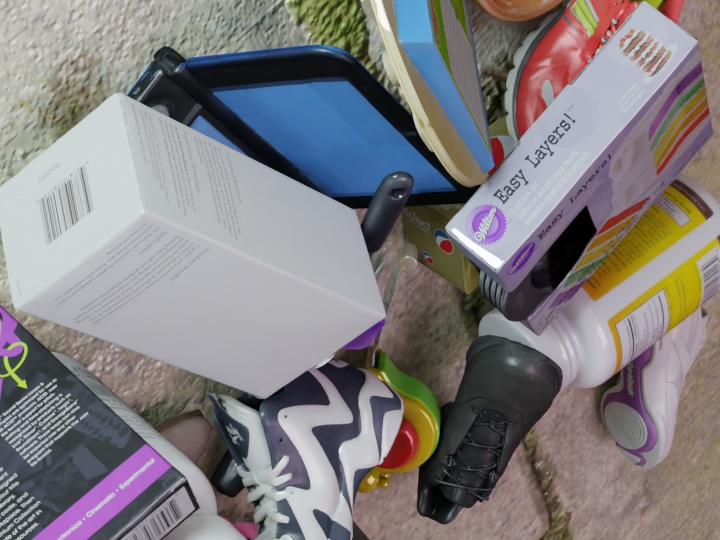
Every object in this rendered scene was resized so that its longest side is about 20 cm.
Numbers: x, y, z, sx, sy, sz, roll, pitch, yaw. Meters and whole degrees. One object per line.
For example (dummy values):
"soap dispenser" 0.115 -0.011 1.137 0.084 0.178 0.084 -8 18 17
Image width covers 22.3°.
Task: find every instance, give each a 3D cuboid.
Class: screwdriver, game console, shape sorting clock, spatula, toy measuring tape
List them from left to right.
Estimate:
"game console" -0.051 -0.041 1.086 0.171 0.118 0.200 -54 142 -2
"screwdriver" -0.036 0.074 1.262 0.200 0.029 0.028 -51 142 -5
"spatula" 0.000 0.000 1.135 0.056 0.021 0.200 1 143 -15
"toy measuring tape" 0.034 0.078 1.299 0.073 0.073 0.201 -11 128 -42
"shape sorting clock" 0.035 -0.145 1.069 0.039 0.201 0.200 -15 142 13

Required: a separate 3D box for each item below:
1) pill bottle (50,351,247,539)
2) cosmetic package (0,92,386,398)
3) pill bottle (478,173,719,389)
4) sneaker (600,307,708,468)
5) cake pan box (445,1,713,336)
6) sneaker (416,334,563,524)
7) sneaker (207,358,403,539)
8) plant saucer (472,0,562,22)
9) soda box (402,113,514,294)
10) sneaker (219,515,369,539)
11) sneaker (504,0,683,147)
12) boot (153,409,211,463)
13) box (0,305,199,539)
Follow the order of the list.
"pill bottle" -0.148 0.141 1.051 0.114 0.200 0.115 -27 134 -31
"cosmetic package" -0.092 -0.007 1.024 0.107 0.085 0.200 -34 145 26
"pill bottle" 0.187 0.015 1.390 0.200 0.109 0.110 -34 138 -25
"sneaker" 0.259 0.084 1.546 0.099 0.075 0.201 -27 135 -30
"cake pan box" 0.145 -0.058 1.184 0.200 0.052 0.184 -48 158 -3
"sneaker" 0.090 0.122 1.327 0.200 0.076 0.091 110 1 -54
"sneaker" -0.062 0.138 1.199 0.129 0.079 0.200 33 75 -26
"plant saucer" 0.117 -0.257 1.153 0.200 0.037 0.201 -38 144 -35
"soda box" 0.122 -0.070 1.294 0.200 0.064 0.068 -34 137 -25
"sneaker" -0.079 0.226 1.302 0.199 0.079 0.096 2 127 -46
"sneaker" 0.165 -0.157 1.220 0.077 0.085 0.201 29 88 -21
"boot" -0.138 0.196 1.141 0.200 0.146 0.070 -37 154 -15
"box" -0.201 0.108 0.972 0.143 0.200 0.036 -40 144 -18
